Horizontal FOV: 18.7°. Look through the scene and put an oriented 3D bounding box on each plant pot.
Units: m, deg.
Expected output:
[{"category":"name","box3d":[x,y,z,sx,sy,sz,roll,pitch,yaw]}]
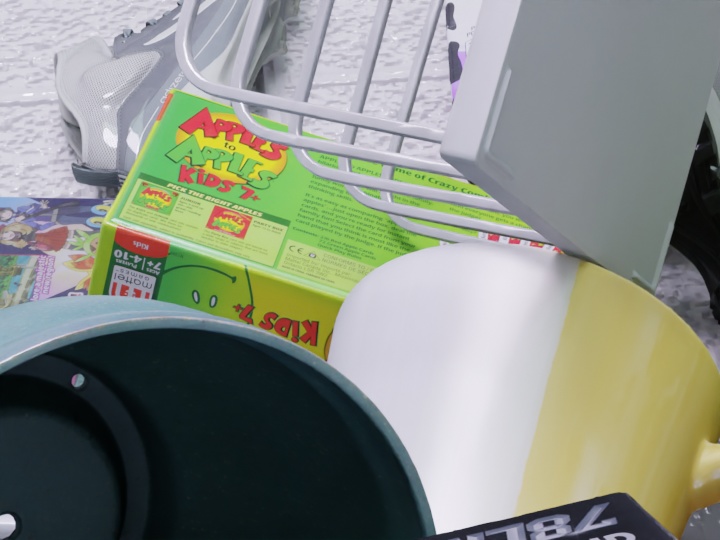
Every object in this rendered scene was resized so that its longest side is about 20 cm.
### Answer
[{"category":"plant pot","box3d":[-0.094,0.094,0.674,0.199,0.201,0.134,-21,23,-22]}]

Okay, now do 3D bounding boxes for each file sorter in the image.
[{"category":"file sorter","box3d":[0.039,-0.088,0.772,0.124,0.200,0.140,13,82,25]}]

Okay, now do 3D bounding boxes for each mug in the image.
[{"category":"mug","box3d":[0.056,0.090,0.760,0.186,0.149,0.154,-18,38,37]}]

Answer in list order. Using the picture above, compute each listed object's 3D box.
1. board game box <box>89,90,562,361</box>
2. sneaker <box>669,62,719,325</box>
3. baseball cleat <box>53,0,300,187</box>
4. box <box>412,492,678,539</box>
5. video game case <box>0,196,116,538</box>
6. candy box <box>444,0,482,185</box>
[{"category":"board game box","box3d":[0.000,0.000,0.896,0.199,0.048,0.102,18,37,1]},{"category":"sneaker","box3d":[0.156,-0.042,0.908,0.074,0.200,0.079,-23,20,53]},{"category":"baseball cleat","box3d":[-0.089,-0.112,1.057,0.106,0.070,0.200,8,41,9]},{"category":"box","box3d":[0.003,0.180,0.623,0.199,0.200,0.050,-11,17,-13]},{"category":"video game case","box3d":[-0.090,0.040,0.918,0.181,0.023,0.201,1,42,1]},{"category":"candy box","box3d":[0.127,-0.116,1.017,0.167,0.072,0.201,-17,37,13]}]
